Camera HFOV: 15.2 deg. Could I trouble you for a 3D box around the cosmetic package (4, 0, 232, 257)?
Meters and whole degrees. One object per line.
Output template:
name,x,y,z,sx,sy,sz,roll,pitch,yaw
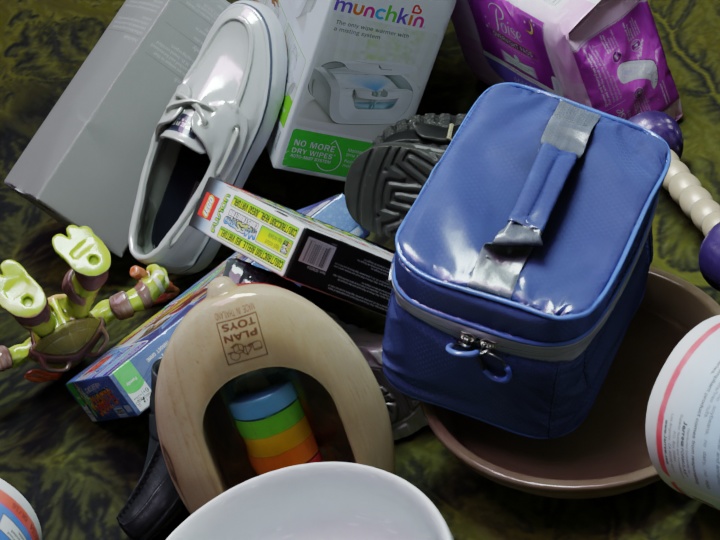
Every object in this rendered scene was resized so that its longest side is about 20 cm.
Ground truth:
cosmetic package,-0.165,-0.117,1.968,0.201,0.090,0.107,-58,22,-1

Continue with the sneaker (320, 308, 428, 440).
sneaker,-0.020,0.055,1.739,0.199,0.078,0.100,-4,36,25

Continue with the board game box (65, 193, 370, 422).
board game box,-0.097,0.026,1.802,0.200,0.035,0.135,-38,7,-17

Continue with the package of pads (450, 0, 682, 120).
package of pads,0.134,-0.169,1.901,0.076,0.121,0.200,-34,35,-14

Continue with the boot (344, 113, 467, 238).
boot,0.096,-0.048,1.801,0.210,0.080,0.158,21,11,8

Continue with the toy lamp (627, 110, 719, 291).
toy lamp,0.220,-0.038,1.732,0.058,0.058,0.200,-28,35,-5

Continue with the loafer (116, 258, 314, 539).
loafer,-0.102,0.081,1.682,0.201,0.070,0.068,-58,-2,21

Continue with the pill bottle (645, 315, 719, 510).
pill bottle,0.260,0.100,1.478,0.109,0.109,0.200,-41,38,-23

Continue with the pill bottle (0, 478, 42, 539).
pill bottle,-0.270,0.221,1.637,0.112,0.113,0.200,-10,37,20

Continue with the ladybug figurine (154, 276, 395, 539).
ladybug figurine,-0.052,0.088,1.610,0.135,0.201,0.072,-15,24,1

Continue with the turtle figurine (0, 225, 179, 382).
turtle figurine,-0.214,0.038,1.838,0.199,0.161,0.065,-18,69,-9

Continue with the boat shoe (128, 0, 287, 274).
boat shoe,-0.109,-0.094,1.888,0.073,0.065,0.201,17,93,30

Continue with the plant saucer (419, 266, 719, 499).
plant saucer,0.134,0.068,1.633,0.199,0.030,0.201,-5,41,5

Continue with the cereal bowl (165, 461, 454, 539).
cereal bowl,-0.029,0.209,1.525,0.199,0.084,0.201,-15,40,13

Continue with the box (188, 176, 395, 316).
box,0.000,0.000,1.704,0.110,0.199,0.035,28,95,50

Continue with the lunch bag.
lunch bag,0.094,-0.009,1.591,0.135,0.133,0.200,17,47,13

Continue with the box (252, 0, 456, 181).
box,-0.016,-0.189,1.953,0.096,0.177,0.200,10,28,-19
